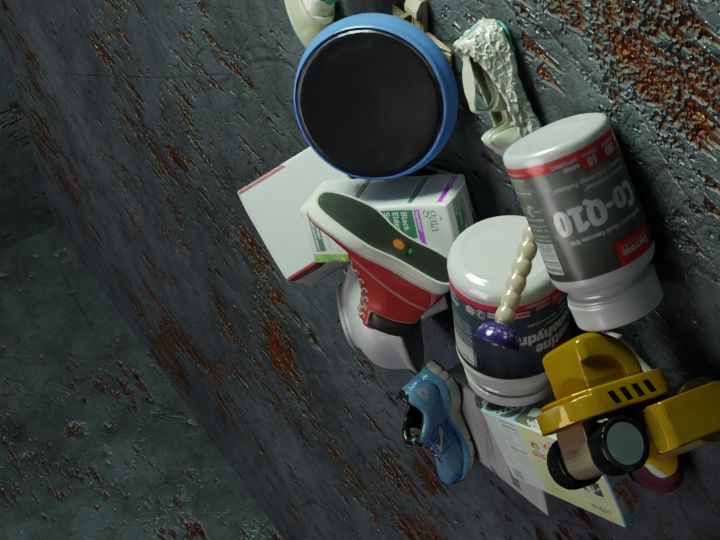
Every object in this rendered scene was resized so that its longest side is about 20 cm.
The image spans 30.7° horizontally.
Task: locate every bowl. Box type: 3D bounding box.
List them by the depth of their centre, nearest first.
[{"bbox_3d":[0.014,-0.200,1.546,0.199,0.039,0.202,6,114,14],"label":"bowl"},{"bbox_3d":[0.022,0.055,1.863,0.201,0.090,0.202,-13,-90,-80],"label":"bowl"}]

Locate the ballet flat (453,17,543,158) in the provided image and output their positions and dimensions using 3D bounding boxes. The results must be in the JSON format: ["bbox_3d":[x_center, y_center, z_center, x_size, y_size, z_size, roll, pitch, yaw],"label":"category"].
[{"bbox_3d":[0.151,-0.174,1.428,0.072,0.072,0.201,15,132,63],"label":"ballet flat"}]

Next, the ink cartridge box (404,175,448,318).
[{"bbox_3d":[0.049,-0.057,1.787,0.176,0.045,0.201,-128,18,-63],"label":"ink cartridge box"}]

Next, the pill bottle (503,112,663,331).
[{"bbox_3d":[0.232,-0.048,1.335,0.114,0.114,0.201,9,126,65],"label":"pill bottle"}]

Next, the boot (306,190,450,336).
[{"bbox_3d":[0.000,0.000,1.599,0.199,0.073,0.144,34,133,-6],"label":"boot"}]

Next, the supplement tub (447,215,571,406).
[{"bbox_3d":[0.178,0.049,1.551,0.140,0.140,0.201,41,153,41],"label":"supplement tub"}]

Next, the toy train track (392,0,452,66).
[{"bbox_3d":[0.064,-0.245,1.584,0.115,0.032,0.201,46,156,35],"label":"toy train track"}]

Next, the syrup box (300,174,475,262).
[{"bbox_3d":[0.036,-0.064,1.634,0.199,0.082,0.079,0,122,26],"label":"syrup box"}]

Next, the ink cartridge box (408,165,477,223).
[{"bbox_3d":[0.123,-0.037,1.717,0.099,0.039,0.201,24,139,57],"label":"ink cartridge box"}]

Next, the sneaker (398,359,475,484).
[{"bbox_3d":[0.095,0.218,1.806,0.078,0.090,0.201,36,149,53],"label":"sneaker"}]

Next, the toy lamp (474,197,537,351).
[{"bbox_3d":[0.176,-0.017,1.412,0.058,0.201,0.058,20,180,0],"label":"toy lamp"}]

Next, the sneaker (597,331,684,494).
[{"bbox_3d":[0.311,0.163,1.483,0.201,0.075,0.090,59,165,2],"label":"sneaker"}]

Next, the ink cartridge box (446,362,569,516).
[{"bbox_3d":[0.211,0.213,1.769,0.200,0.084,0.147,35,148,52],"label":"ink cartridge box"}]

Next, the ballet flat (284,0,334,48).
[{"bbox_3d":[-0.071,-0.376,1.697,0.069,0.069,0.201,11,127,64],"label":"ballet flat"}]

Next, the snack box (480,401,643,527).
[{"bbox_3d":[0.237,0.223,1.562,0.200,0.037,0.117,17,140,54],"label":"snack box"}]

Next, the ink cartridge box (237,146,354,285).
[{"bbox_3d":[-0.061,-0.077,1.851,0.145,0.145,0.200,59,-176,7],"label":"ink cartridge box"}]

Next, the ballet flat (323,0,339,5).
[{"bbox_3d":[-0.025,-0.382,1.567,0.073,0.073,0.200,60,162,1],"label":"ballet flat"}]

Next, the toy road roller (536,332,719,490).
[{"bbox_3d":[0.277,0.133,1.367,0.123,0.199,0.147,-41,65,63],"label":"toy road roller"}]
